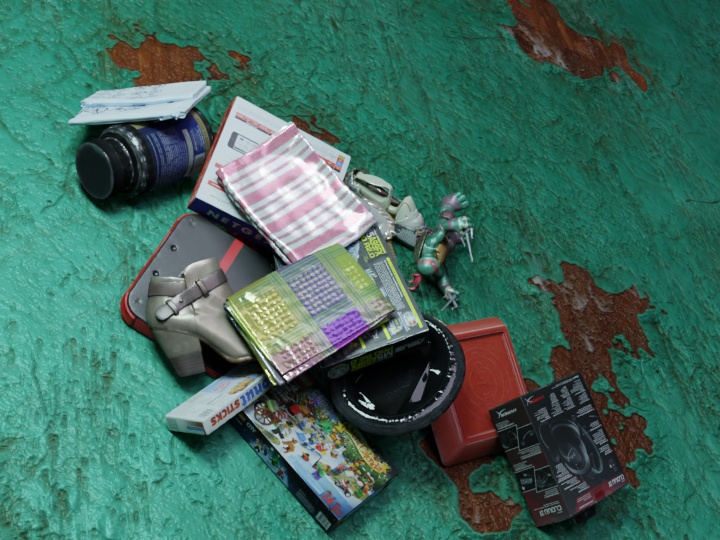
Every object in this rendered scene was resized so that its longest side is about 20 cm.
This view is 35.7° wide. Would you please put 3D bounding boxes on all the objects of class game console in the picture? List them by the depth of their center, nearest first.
[{"bbox_3d":[-0.221,0.030,1.567,0.176,0.031,0.201,34,57,-7],"label":"game console"}]

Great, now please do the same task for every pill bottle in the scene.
[{"bbox_3d":[-0.322,-0.175,1.673,0.112,0.112,0.199,45,41,14],"label":"pill bottle"}]

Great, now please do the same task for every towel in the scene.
[{"bbox_3d":[-0.069,0.053,1.484,0.199,0.023,0.144,-30,69,-26],"label":"towel"},{"bbox_3d":[-0.091,-0.102,1.578,0.146,0.030,0.200,-36,76,-21],"label":"towel"}]

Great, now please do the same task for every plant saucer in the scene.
[{"bbox_3d":[0.176,0.171,1.661,0.198,0.037,0.202,-7,75,-40],"label":"plant saucer"}]

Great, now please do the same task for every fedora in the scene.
[{"bbox_3d":[0.051,0.156,1.557,0.198,0.092,0.202,-1,56,1],"label":"fedora"}]

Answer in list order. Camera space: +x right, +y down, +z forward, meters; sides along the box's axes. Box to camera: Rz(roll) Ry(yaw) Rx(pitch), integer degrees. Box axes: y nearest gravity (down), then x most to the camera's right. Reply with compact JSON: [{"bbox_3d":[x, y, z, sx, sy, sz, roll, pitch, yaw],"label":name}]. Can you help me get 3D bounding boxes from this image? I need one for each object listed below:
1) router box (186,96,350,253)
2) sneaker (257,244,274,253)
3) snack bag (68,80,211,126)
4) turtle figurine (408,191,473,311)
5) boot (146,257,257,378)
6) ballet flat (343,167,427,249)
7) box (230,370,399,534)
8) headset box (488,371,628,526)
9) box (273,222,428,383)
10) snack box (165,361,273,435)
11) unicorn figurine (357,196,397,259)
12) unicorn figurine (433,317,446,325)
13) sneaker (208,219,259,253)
[{"bbox_3d":[-0.132,-0.131,1.649,0.199,0.049,0.181,27,64,-16],"label":"router box"},{"bbox_3d":[-0.115,-0.044,1.719,0.201,0.078,0.075,59,3,11],"label":"sneaker"},{"bbox_3d":[-0.336,-0.255,1.698,0.186,0.022,0.200,-3,21,6],"label":"snack bag"},{"bbox_3d":[0.137,-0.035,1.823,0.100,0.151,0.201,17,37,5],"label":"turtle figurine"},{"bbox_3d":[-0.185,0.056,1.499,0.198,0.070,0.148,-11,84,-18],"label":"boot"},{"bbox_3d":[0.050,-0.107,1.883,0.199,0.072,0.072,35,40,1],"label":"ballet flat"},{"bbox_3d":[-0.060,0.235,1.496,0.200,0.038,0.136,46,42,14],"label":"box"},{"bbox_3d":[0.294,0.268,1.633,0.148,0.077,0.202,-16,81,-41],"label":"headset box"},{"bbox_3d":[-0.015,0.040,1.553,0.159,0.044,0.201,-19,58,-12],"label":"box"},{"bbox_3d":[-0.165,0.158,1.482,0.200,0.071,0.025,-34,116,-48],"label":"snack box"},{"bbox_3d":[-0.027,-0.101,1.810,0.136,0.074,0.201,-11,55,-41],"label":"unicorn figurine"},{"bbox_3d":[0.079,0.119,1.688,0.137,0.074,0.199,46,26,15],"label":"unicorn figurine"},{"bbox_3d":[-0.192,-0.062,1.667,0.076,0.085,0.201,-7,54,-36],"label":"sneaker"}]
